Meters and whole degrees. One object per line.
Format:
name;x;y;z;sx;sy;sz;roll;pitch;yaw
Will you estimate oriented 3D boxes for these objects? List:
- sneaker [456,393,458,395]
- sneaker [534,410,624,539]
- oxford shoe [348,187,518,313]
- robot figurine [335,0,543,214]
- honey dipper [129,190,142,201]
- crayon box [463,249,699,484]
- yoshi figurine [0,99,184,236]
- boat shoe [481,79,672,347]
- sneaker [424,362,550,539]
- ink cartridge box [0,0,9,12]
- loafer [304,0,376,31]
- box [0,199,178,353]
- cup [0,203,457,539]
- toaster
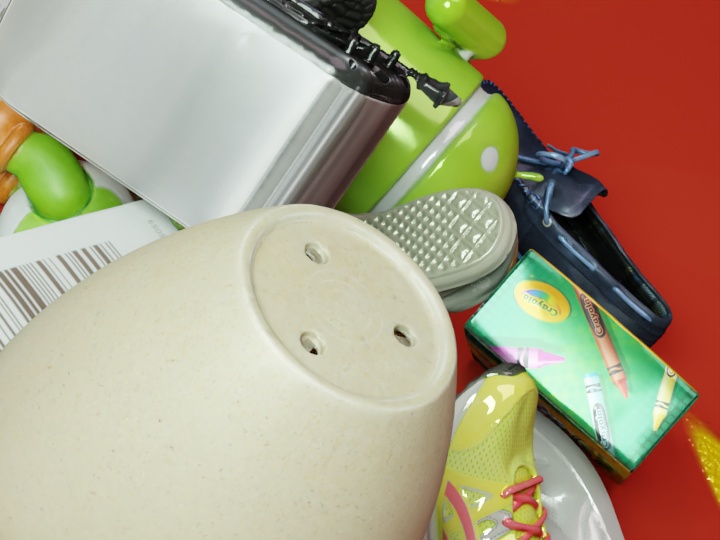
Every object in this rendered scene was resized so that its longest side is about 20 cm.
sneaker;-0.002;0.118;1.284;0.075;0.114;0.200;27;37;4
sneaker;0.085;0.158;1.351;0.115;0.074;0.200;-7;57;-45
oxford shoe;0.000;0.000;1.378;0.058;0.199;0.075;36;49;-57
robot figurine;0.007;-0.092;1.444;0.200;0.176;0.116;42;5;-2
honey dipper;-0.059;-0.012;1.441;0.200;0.038;0.038;33;38;-11
crayon box;0.122;0.058;1.398;0.119;0.058;0.200;41;-3;8
yoshi figurine;-0.118;-0.022;1.350;0.200;0.112;0.112;47;33;7
boat shoe;0.130;-0.039;1.552;0.200;0.069;0.084;54;38;-4
sneaker;0.072;0.146;1.249;0.090;0.201;0.078;16;14;30
ink cartridge box;-0.153;-0.124;1.474;0.199;0.042;0.120;7;49;-29
loafer;-0.087;-0.136;1.380;0.073;0.199;0.072;43;29;-63
box;-0.146;0.107;1.142;0.199;0.171;0.200;-18;64;-47
cup;-0.040;0.055;1.026;0.200;0.143;0.201;23;42;-22
toaster;-0.070;-0.095;1.240;0.200;0.119;0.181;34;8;5
